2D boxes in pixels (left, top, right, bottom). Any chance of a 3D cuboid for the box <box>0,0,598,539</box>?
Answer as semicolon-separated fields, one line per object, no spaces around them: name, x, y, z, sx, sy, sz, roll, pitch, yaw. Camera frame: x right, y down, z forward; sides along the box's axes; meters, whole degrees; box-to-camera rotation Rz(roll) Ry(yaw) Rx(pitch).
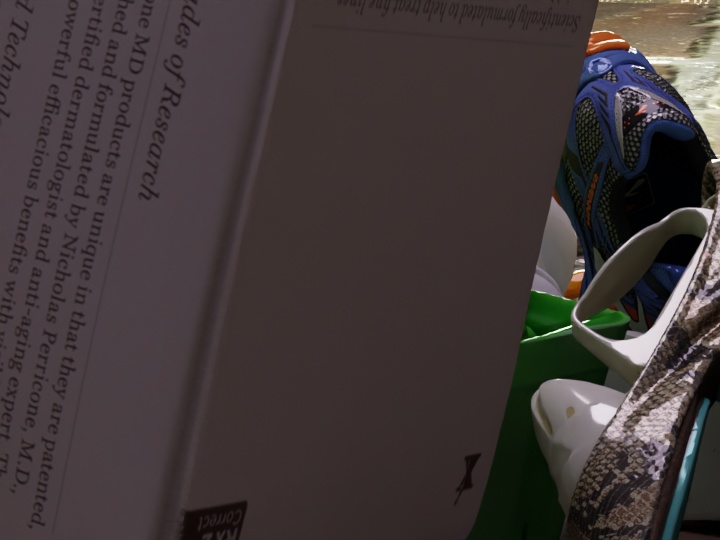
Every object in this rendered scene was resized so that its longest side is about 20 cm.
box;-0.041;-0.018;0.880;0.130;0.200;0.199;18;10;27

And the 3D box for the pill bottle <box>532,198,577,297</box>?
pill bottle;0.029;-0.026;1.285;0.119;0.120;0.200;-3;47;-15

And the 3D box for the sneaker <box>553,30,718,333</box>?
sneaker;0.127;0.001;1.192;0.075;0.200;0.078;-34;30;-8

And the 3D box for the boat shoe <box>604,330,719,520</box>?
boat shoe;0.156;0.067;1.155;0.200;0.070;0.071;11;6;28

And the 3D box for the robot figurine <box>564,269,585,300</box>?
robot figurine;0.113;0.025;1.362;0.199;0.058;0.145;3;10;12

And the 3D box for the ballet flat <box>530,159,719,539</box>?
ballet flat;0.105;0.039;1.045;0.075;0.068;0.200;24;59;12

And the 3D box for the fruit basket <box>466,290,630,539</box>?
fruit basket;0.000;0.000;1.126;0.155;0.216;0.215;-9;14;-40
